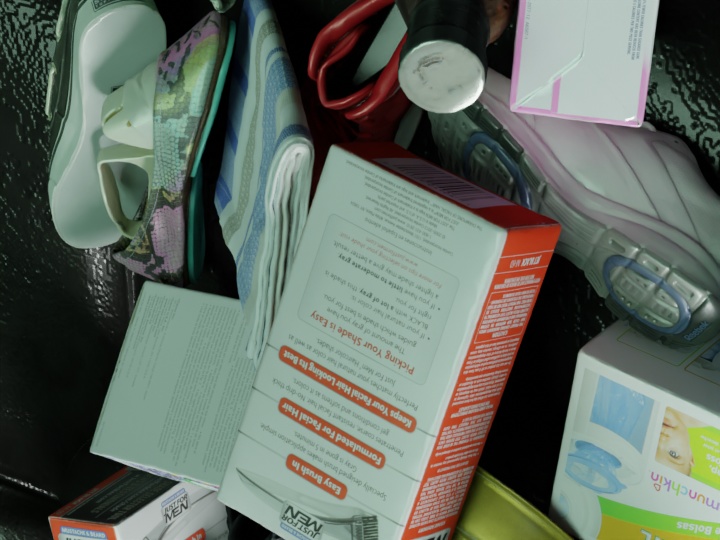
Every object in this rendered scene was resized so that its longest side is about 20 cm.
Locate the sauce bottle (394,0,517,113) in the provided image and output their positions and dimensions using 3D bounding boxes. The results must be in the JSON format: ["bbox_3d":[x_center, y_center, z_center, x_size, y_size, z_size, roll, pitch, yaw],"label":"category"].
[{"bbox_3d":[0.048,-0.149,1.113,0.066,0.200,0.066,4,127,5],"label":"sauce bottle"}]

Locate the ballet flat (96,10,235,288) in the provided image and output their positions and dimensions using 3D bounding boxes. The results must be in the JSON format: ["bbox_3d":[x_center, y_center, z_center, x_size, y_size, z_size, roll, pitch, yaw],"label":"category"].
[{"bbox_3d":[-0.118,-0.068,1.347,0.071,0.069,0.200,10,134,-2],"label":"ballet flat"}]

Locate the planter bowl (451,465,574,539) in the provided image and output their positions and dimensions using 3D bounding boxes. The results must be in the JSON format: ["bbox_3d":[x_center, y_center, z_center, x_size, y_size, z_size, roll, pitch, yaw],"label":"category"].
[{"bbox_3d":[0.053,0.177,1.273,0.200,0.084,0.200,36,164,12],"label":"planter bowl"}]

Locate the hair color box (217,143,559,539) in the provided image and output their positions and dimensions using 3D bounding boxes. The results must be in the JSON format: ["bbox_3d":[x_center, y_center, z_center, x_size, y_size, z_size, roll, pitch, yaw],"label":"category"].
[{"bbox_3d":[0.013,0.048,1.169,0.111,0.064,0.201,28,107,28],"label":"hair color box"}]

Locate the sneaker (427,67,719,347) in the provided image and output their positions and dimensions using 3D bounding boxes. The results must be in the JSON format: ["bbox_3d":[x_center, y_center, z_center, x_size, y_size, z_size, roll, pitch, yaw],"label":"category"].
[{"bbox_3d":[0.119,-0.045,1.184,0.200,0.087,0.075,39,149,12],"label":"sneaker"}]

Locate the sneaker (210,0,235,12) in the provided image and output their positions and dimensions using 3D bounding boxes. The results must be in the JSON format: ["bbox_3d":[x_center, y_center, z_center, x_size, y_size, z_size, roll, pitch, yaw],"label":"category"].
[{"bbox_3d":[-0.095,-0.187,1.280,0.199,0.077,0.089,9,107,35],"label":"sneaker"}]

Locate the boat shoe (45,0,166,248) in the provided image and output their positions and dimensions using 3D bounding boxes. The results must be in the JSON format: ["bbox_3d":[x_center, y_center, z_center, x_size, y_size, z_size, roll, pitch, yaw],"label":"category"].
[{"bbox_3d":[-0.153,-0.101,1.386,0.200,0.070,0.064,105,150,-42],"label":"boat shoe"}]

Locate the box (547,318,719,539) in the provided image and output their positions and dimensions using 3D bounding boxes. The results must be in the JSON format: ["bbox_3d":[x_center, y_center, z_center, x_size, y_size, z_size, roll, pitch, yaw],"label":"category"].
[{"bbox_3d":[0.211,0.105,1.171,0.200,0.101,0.113,24,124,27],"label":"box"}]

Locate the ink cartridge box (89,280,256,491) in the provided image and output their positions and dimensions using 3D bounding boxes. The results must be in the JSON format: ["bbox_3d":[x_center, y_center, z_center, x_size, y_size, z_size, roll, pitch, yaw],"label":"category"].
[{"bbox_3d":[-0.058,0.076,1.323,0.200,0.050,0.109,10,79,40],"label":"ink cartridge box"}]

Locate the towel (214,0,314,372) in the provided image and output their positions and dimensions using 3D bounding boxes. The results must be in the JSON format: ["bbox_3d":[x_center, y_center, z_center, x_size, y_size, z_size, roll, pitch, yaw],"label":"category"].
[{"bbox_3d":[-0.055,-0.054,1.266,0.024,0.200,0.147,2,121,-12],"label":"towel"}]

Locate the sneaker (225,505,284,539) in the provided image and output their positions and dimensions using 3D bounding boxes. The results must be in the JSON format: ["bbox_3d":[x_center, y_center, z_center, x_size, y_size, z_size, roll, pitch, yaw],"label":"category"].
[{"bbox_3d":[-0.056,0.166,1.417,0.072,0.083,0.201,5,114,36],"label":"sneaker"}]

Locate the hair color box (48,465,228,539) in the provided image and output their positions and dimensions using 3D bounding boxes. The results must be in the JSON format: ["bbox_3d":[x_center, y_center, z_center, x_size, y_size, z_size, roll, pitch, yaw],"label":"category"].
[{"bbox_3d":[-0.122,0.227,1.479,0.064,0.111,0.201,3,112,36],"label":"hair color box"}]

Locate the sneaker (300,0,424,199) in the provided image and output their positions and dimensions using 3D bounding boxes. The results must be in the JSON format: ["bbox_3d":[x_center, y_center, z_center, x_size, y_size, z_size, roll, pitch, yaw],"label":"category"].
[{"bbox_3d":[-0.011,-0.098,1.236,0.078,0.115,0.200,44,130,12],"label":"sneaker"}]

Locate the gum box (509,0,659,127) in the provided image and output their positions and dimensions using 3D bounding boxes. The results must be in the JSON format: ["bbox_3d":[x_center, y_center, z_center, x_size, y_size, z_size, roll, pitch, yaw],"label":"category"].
[{"bbox_3d":[0.116,-0.184,1.090,0.066,0.114,0.201,7,118,6],"label":"gum box"}]
